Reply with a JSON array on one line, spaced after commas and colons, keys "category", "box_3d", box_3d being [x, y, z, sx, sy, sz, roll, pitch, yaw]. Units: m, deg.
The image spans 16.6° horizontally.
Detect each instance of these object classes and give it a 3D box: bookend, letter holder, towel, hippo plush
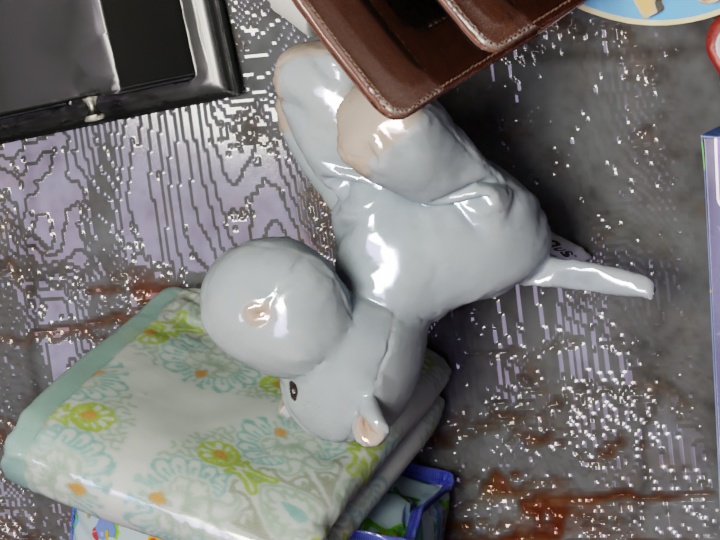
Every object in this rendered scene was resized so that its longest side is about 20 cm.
[{"category": "bookend", "box_3d": [-0.198, -0.108, 1.280, 0.199, 0.199, 0.093, -10, 96, 25]}, {"category": "letter holder", "box_3d": [0.020, -0.188, 1.109, 0.100, 0.142, 0.200, -33, 91, 47]}, {"category": "towel", "box_3d": [-0.063, 0.077, 1.265, 0.171, 0.200, 0.048, 16, 121, 19]}, {"category": "hippo plush", "box_3d": [0.000, 0.000, 1.223, 0.200, 0.159, 0.161, 39, 85, -26]}]

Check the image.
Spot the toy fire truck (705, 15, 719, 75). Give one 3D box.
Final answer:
[{"category": "toy fire truck", "box_3d": [0.268, -0.062, 1.102, 0.168, 0.112, 0.201, -30, 79, 12]}]

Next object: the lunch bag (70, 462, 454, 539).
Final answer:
[{"category": "lunch bag", "box_3d": [-0.064, 0.175, 1.325, 0.199, 0.127, 0.171, 12, 108, 12]}]

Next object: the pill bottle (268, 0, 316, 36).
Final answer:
[{"category": "pill bottle", "box_3d": [-0.074, -0.212, 1.250, 0.200, 0.113, 0.113, 40, 114, 12]}]

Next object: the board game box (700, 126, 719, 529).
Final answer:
[{"category": "board game box", "box_3d": [0.239, 0.029, 1.206, 0.135, 0.034, 0.201, 1, 101, 24]}]

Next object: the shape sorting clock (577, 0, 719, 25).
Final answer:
[{"category": "shape sorting clock", "box_3d": [0.127, -0.208, 1.138, 0.199, 0.039, 0.201, 14, 122, 23]}]
